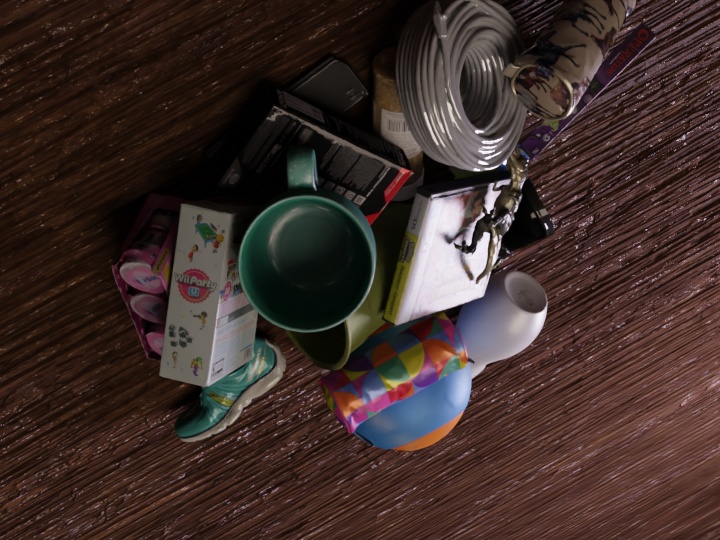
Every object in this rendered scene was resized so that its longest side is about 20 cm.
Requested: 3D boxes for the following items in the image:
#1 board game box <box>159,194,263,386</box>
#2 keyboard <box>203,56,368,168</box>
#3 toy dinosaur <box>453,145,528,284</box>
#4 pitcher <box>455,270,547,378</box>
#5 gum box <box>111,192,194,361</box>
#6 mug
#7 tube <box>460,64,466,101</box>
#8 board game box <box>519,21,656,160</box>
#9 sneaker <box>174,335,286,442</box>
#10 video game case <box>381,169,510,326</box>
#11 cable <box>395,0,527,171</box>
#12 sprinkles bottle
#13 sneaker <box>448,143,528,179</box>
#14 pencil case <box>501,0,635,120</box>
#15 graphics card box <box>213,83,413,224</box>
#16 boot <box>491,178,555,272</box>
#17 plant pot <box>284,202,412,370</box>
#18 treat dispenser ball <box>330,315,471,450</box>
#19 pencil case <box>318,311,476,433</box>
[{"bbox_3d":[-0.167,0.019,1.315,0.148,0.064,0.200,-29,130,-74],"label":"board game box"},{"bbox_3d":[-0.077,-0.163,1.332,0.200,0.021,0.127,-35,138,8],"label":"keyboard"},{"bbox_3d":[0.164,-0.056,1.408,0.088,0.047,0.200,-23,136,-53],"label":"toy dinosaur"},{"bbox_3d":[0.219,0.081,1.773,0.171,0.121,0.200,-25,161,-43],"label":"pitcher"},{"bbox_3d":[-0.226,0.011,1.344,0.066,0.114,0.200,11,144,13],"label":"gum box"},{"bbox_3d":[-0.050,-0.031,1.268,0.152,0.114,0.185,29,100,-4],"label":"mug"},{"bbox_3d":[0.185,-0.238,1.407,0.200,0.058,0.052,-3,175,-30],"label":"tube"},{"bbox_3d":[0.273,-0.214,1.372,0.200,0.032,0.120,-45,-178,10],"label":"board game box"},{"bbox_3d":[-0.199,0.165,1.617,0.200,0.078,0.080,-43,124,10],"label":"sneaker"},{"bbox_3d":[0.117,-0.031,1.426,0.200,0.025,0.181,-15,126,-48],"label":"video game case"},{"bbox_3d":[0.119,-0.214,1.279,0.200,0.069,0.200,-1,96,-51],"label":"cable"},{"bbox_3d":[0.047,-0.175,1.363,0.068,0.068,0.200,-19,143,-15],"label":"sprinkles bottle"},{"bbox_3d":[0.167,-0.161,1.475,0.105,0.076,0.200,-33,154,-17],"label":"sneaker"},{"bbox_3d":[0.246,-0.271,1.303,0.200,0.089,0.078,-56,-163,-26],"label":"pencil case"},{"bbox_3d":[-0.055,-0.120,1.309,0.200,0.051,0.126,21,123,-31],"label":"graphics card box"},{"bbox_3d":[0.180,-0.043,1.561,0.158,0.080,0.211,-28,169,-4],"label":"boot"},{"bbox_3d":[0.000,0.000,1.466,0.190,0.200,0.200,-26,146,-28],"label":"plant pot"},{"bbox_3d":[0.057,0.155,1.596,0.201,0.201,0.201,-19,143,-15],"label":"treat dispenser ball"},{"bbox_3d":[0.047,0.132,1.455,0.200,0.088,0.088,-26,145,-11],"label":"pencil case"}]
